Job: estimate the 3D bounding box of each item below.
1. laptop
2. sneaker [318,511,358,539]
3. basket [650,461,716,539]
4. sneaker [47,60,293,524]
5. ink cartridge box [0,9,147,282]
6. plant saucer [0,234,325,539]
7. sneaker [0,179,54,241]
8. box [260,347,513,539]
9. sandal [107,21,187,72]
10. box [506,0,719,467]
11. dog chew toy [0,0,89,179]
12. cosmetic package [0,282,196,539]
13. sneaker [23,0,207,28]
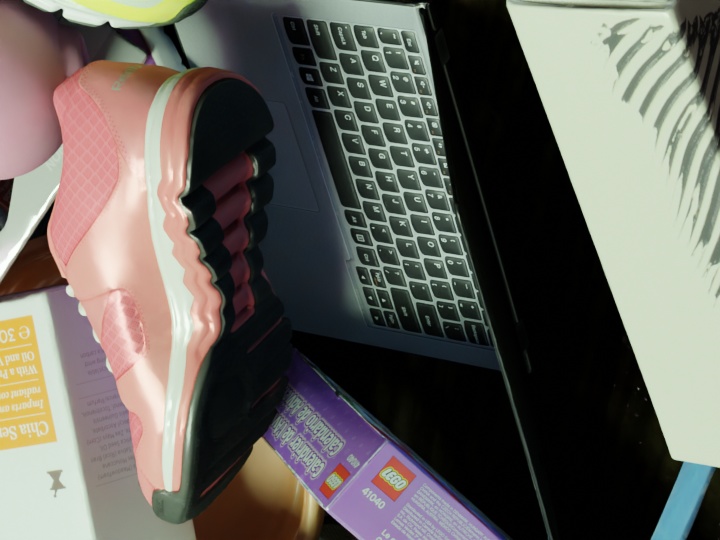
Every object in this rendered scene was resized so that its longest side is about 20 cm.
[{"bbox_3d":[0.000,0.000,0.996,0.200,0.116,0.188,10,134,32],"label":"laptop"},{"bbox_3d":[-0.060,0.162,1.231,0.076,0.116,0.200,37,150,-24],"label":"sneaker"},{"bbox_3d":[0.164,0.175,0.972,0.139,0.177,0.200,-3,137,52],"label":"basket"},{"bbox_3d":[-0.080,0.004,1.017,0.087,0.074,0.201,17,123,27],"label":"sneaker"},{"bbox_3d":[-0.202,-0.068,1.094,0.176,0.045,0.200,38,108,6],"label":"ink cartridge box"},{"bbox_3d":[-0.099,0.072,1.173,0.200,0.037,0.201,11,113,26],"label":"plant saucer"},{"bbox_3d":[-0.184,-0.047,1.186,0.084,0.075,0.200,12,141,26],"label":"sneaker"},{"bbox_3d":[0.046,0.123,1.069,0.200,0.039,0.137,42,178,-21],"label":"box"},{"bbox_3d":[-0.091,-0.020,1.068,0.082,0.050,0.203,-7,99,57],"label":"sandal"},{"bbox_3d":[0.123,-0.029,0.873,0.068,0.082,0.200,7,134,40],"label":"box"},{"bbox_3d":[-0.205,-0.062,1.013,0.199,0.125,0.125,-11,132,0],"label":"dog chew toy"},{"bbox_3d":[-0.133,0.108,1.120,0.101,0.071,0.201,-11,92,33],"label":"cosmetic package"},{"bbox_3d":[-0.126,-0.175,0.969,0.200,0.078,0.090,45,144,-3],"label":"sneaker"}]
